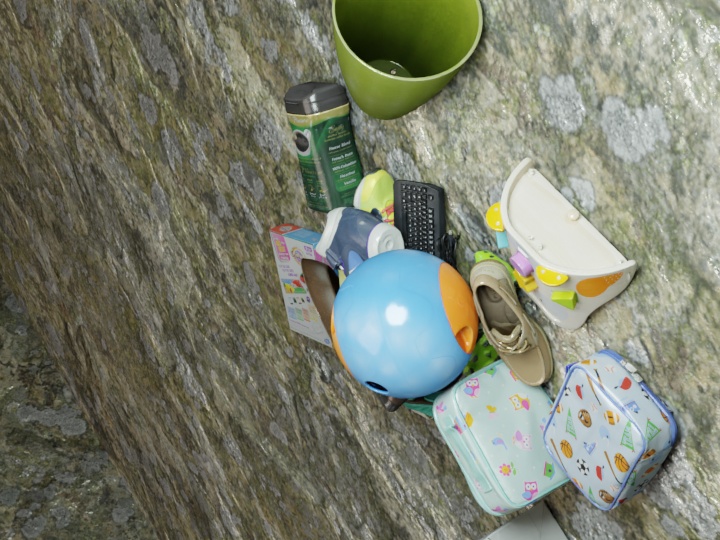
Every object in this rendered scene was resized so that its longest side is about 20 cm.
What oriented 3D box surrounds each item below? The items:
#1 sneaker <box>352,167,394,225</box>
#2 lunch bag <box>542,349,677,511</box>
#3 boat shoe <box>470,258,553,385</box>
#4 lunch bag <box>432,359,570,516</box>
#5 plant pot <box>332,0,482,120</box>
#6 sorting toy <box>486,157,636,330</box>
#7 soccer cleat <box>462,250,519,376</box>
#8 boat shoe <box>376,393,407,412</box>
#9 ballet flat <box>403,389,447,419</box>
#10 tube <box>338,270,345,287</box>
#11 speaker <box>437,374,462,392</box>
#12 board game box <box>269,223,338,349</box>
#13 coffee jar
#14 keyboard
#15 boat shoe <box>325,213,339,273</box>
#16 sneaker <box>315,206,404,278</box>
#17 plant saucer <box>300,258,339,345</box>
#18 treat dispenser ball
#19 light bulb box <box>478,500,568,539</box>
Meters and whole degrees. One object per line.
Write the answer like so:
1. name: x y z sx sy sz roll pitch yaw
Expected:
1. sneaker: 0.053 -0.061 1.704 0.090 0.078 0.200 15 128 45
2. lunch bag: 0.312 0.199 1.441 0.160 0.075 0.200 52 148 31
3. boat shoe: 0.196 0.082 1.506 0.071 0.065 0.200 -22 113 23
4. lunch bag: 0.195 0.227 1.561 0.200 0.160 0.077 61 150 10
5. plant pot: 0.047 -0.283 1.477 0.187 0.187 0.200 60 165 14
6. sorting toy: 0.236 -0.006 1.431 0.200 0.107 0.180 50 165 29
7. soccer cleat: 0.172 0.062 1.597 0.081 0.067 0.200 52 142 42
8. boat shoe: 0.034 0.161 1.796 0.073 0.065 0.200 38 -173 -17
9. ballet flat: 0.114 0.209 1.785 0.200 0.067 0.070 12 133 58
10. tube: -0.010 0.001 1.778 0.052 0.058 0.200 89 177 -67
11. speaker: 0.075 0.105 1.758 0.200 0.081 0.081 39 140 41
12. board game box: -0.090 0.026 2.018 0.153 0.040 0.200 20 125 53
13. coffee jar: -0.054 -0.195 1.765 0.104 0.085 0.200 19 126 57
14. keyboard: 0.093 -0.032 1.633 0.104 0.040 0.200 7 122 19
15. boat shoe: -0.019 -0.022 1.852 0.067 0.057 0.200 -29 84 60
16. sneaker: 0.000 0.000 1.682 0.146 0.081 0.200 23 130 42
17. plant saucer: -0.037 0.064 1.841 0.200 0.037 0.201 -25 -90 -84
18. treat dispenser ball: 0.059 0.072 1.528 0.201 0.201 0.201 37 139 42
19. light bulb box: 0.241 0.484 1.695 0.198 0.125 0.200 58 148 16
